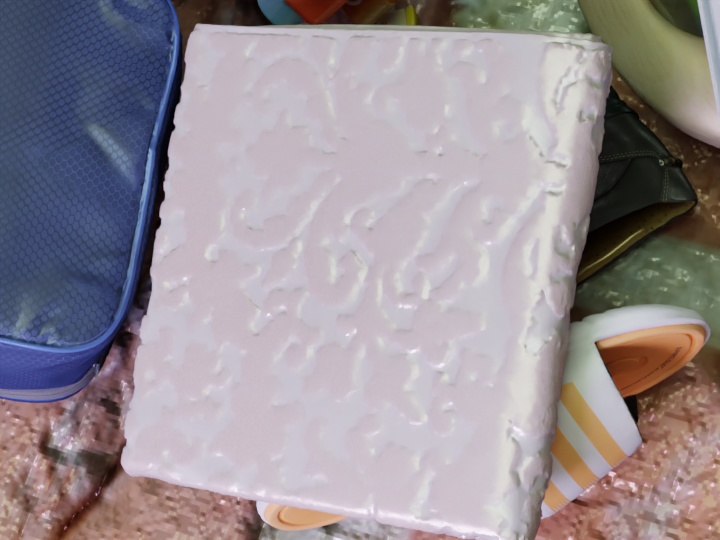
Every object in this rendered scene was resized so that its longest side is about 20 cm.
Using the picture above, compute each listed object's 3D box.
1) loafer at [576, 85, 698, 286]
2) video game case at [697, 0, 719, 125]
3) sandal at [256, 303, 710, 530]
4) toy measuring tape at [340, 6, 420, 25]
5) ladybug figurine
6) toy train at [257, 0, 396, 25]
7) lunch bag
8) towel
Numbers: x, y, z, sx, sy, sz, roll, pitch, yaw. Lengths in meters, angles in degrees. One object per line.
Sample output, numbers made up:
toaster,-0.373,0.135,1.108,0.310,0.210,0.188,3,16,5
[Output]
loafer,0.056,0.008,0.831,0.200,0.073,0.072,-46,69,-1
video game case,0.232,-0.100,0.779,0.199,0.023,0.183,-4,76,-14
sandal,0.057,0.080,0.804,0.206,0.079,0.059,-27,64,16
toy measuring tape,0.016,-0.086,0.892,0.073,0.074,0.200,-14,45,12
ladybug figurine,0.161,-0.130,0.844,0.135,0.072,0.201,-18,67,10
toy train,0.045,-0.180,0.855,0.056,0.150,0.200,42,116,-14
lunch bag,-0.161,-0.032,0.874,0.135,0.132,0.201,14,75,-8
towel,0.000,0.000,0.790,0.190,0.032,0.201,6,83,29
